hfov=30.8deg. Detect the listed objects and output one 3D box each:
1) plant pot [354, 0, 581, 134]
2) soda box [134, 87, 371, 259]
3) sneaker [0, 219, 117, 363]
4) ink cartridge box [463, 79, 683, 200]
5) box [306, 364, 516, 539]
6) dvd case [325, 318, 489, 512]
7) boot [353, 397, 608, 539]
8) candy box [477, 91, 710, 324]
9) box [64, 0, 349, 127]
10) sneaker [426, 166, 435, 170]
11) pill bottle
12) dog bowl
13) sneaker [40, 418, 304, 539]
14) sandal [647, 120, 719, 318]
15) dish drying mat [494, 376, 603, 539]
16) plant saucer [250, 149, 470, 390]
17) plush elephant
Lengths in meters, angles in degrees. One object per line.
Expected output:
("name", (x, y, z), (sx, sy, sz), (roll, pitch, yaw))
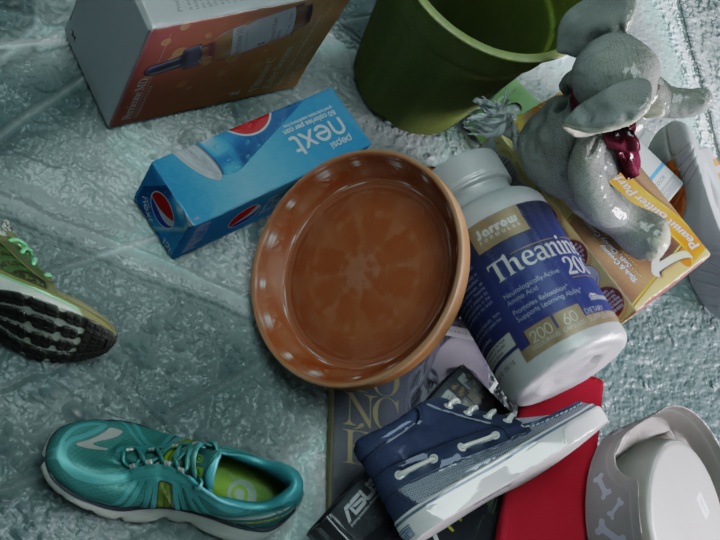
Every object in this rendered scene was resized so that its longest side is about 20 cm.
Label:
("plant pot", (0.084, -0.224, 1.213), (0.199, 0.190, 0.201), (12, 59, -20))
("soda box", (-0.092, -0.087, 1.134), (0.200, 0.064, 0.068), (-28, 78, -34))
("sneaker", (-0.271, -0.003, 1.003), (0.199, 0.077, 0.089), (29, 47, -12))
("ink cartridge box", (0.212, -0.114, 1.294), (0.200, 0.059, 0.104), (44, 55, 2))
("box", (0.077, 0.197, 1.053), (0.161, 0.049, 0.200), (44, 53, 4))
("dvd case", (0.043, 0.125, 1.114), (0.148, 0.016, 0.201), (12, 60, -19))
("boot", (0.096, 0.128, 1.019), (0.199, 0.073, 0.091), (-24, 71, -26))
("candy box", (0.205, -0.057, 1.163), (0.115, 0.055, 0.200), (-31, 81, -34))
("box", (-0.133, -0.224, 1.133), (0.199, 0.152, 0.107), (-18, 74, -31))
("sneaker", (0.095, 0.002, 1.180), (0.078, 0.075, 0.200), (-39, 78, -24))
("pill bottle", (0.126, 0.001, 1.084), (0.111, 0.111, 0.201), (-16, 66, -31))
("dog bowl", (0.256, 0.216, 1.097), (0.200, 0.058, 0.201), (23, 61, -47))
("sneaker", (-0.137, 0.147, 0.978), (0.199, 0.080, 0.078), (14, 59, -18))
("sandal", (0.351, -0.052, 1.324), (0.059, 0.079, 0.208), (-11, 78, -31))
("dish drying mat", (0.156, 0.164, 1.074), (0.077, 0.018, 0.201), (25, 54, -12))
("plant saucer", (0.000, 0.000, 1.072), (0.032, 0.200, 0.201), (29, 45, -56))
("plush elephant", (0.206, -0.131, 1.062), (0.199, 0.155, 0.165), (19, 56, -23))
